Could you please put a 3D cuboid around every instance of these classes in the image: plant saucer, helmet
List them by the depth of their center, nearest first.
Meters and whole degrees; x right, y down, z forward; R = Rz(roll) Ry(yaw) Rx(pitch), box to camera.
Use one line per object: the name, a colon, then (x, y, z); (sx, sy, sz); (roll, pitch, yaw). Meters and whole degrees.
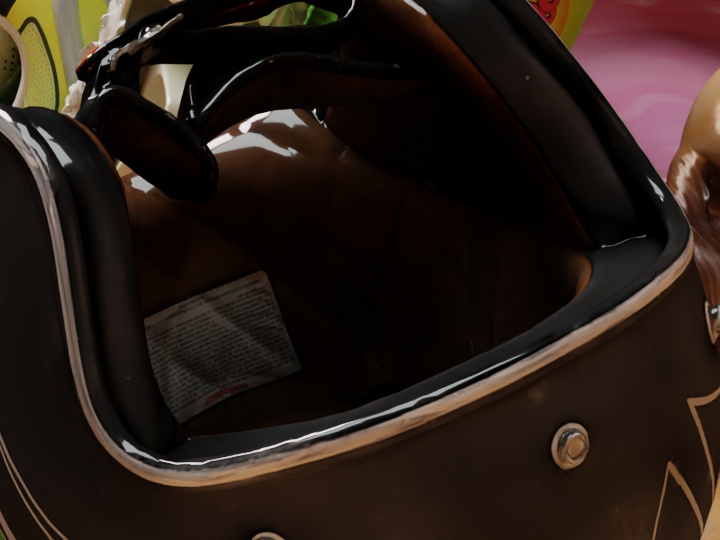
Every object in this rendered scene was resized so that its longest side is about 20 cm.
helmet: (-0.005, 0.030, 0.721); (0.200, 0.191, 0.200); (-31, -17, -10)
plant saucer: (0.120, -0.057, 1.032); (0.200, 0.051, 0.201); (5, 33, -3)

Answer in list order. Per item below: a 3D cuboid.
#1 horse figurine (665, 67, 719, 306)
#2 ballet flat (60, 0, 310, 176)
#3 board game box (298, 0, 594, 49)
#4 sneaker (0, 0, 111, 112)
horse figurine: (0.154, -0.037, 0.921); (0.200, 0.132, 0.050); (-37, -20, -40)
ballet flat: (-0.054, -0.071, 0.956); (0.071, 0.201, 0.072); (20, 14, -5)
board game box: (0.010, -0.079, 0.971); (0.047, 0.102, 0.200); (24, 5, -19)
sneaker: (-0.126, -0.022, 1.032); (0.076, 0.201, 0.075); (8, 18, -31)
